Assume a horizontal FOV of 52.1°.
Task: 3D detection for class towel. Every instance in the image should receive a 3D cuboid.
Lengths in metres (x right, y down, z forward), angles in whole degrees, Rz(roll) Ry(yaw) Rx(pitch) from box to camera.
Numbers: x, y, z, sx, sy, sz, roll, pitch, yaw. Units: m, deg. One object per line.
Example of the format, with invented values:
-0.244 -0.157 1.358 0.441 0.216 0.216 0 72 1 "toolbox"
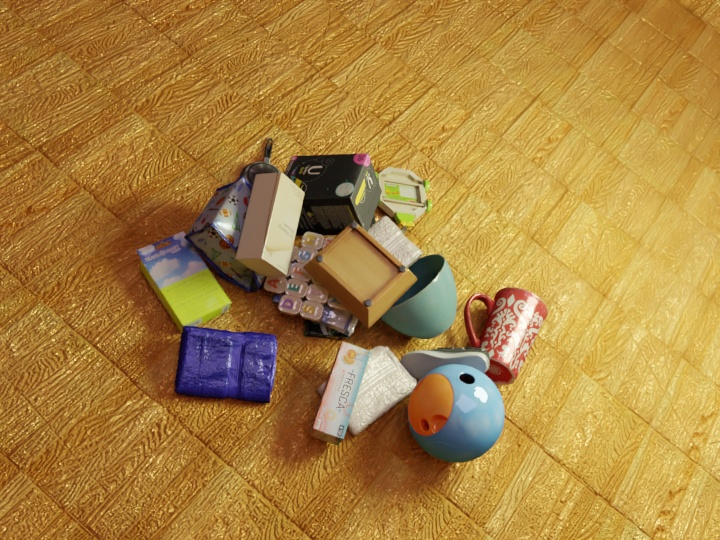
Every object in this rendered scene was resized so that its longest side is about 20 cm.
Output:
0.027 -0.023 1.694 0.200 0.034 0.133 -40 77 -11 "towel"
-0.272 0.189 1.509 0.200 0.050 0.148 8 68 -15 "towel"
0.020 0.254 1.596 0.200 0.034 0.133 -32 74 -32 "towel"
-0.082 0.044 1.640 0.200 0.024 0.147 22 74 9 "towel"

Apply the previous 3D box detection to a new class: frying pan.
-0.222 -0.249 1.827 0.115 0.031 0.190 32 57 0 "frying pan"

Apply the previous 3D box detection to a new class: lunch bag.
-0.264 -0.072 1.637 0.200 0.124 0.170 47 47 -28 "lunch bag"

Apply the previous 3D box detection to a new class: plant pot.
0.141 0.076 1.674 0.135 0.200 0.200 54 53 -18 "plant pot"

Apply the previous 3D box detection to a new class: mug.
0.325 0.153 1.731 0.177 0.133 0.200 10 54 29 "mug"

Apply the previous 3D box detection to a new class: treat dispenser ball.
0.197 0.296 1.532 0.201 0.201 0.201 9 57 -14 "treat dispenser ball"

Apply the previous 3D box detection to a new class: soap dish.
0.000 0.000 1.588 0.200 0.081 0.157 42 73 15 "soap dish"

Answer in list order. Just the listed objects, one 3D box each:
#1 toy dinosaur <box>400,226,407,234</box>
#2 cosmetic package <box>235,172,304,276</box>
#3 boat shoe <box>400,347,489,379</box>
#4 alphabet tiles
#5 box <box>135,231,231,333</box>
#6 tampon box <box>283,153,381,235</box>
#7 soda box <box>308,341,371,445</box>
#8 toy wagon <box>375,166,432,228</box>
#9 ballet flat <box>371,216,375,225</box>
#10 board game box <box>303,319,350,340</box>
0.077 -0.030 1.792 0.101 0.058 0.200 28 45 17 "toy dinosaur"
-0.192 -0.098 1.579 0.073 0.104 0.200 -1 69 28 "cosmetic package"
0.190 0.203 1.638 0.200 0.069 0.057 -2 18 20 "boat shoe"
-0.106 0.011 1.632 0.195 0.015 0.200 15 69 8 "alphabet tiles"
-0.382 0.023 1.585 0.122 0.048 0.200 -27 72 -31 "box"
-0.074 -0.177 1.718 0.200 0.126 0.150 1 51 22 "tampon box"
-0.041 0.252 1.521 0.068 0.064 0.200 20 63 -2 "soda box"
0.104 -0.181 1.885 0.155 0.040 0.200 7 54 -15 "toy wagon"
-0.004 -0.149 1.839 0.066 0.057 0.200 16 56 -44 "ballet flat"
-0.077 0.062 1.687 0.105 0.023 0.200 7 58 -13 "board game box"
